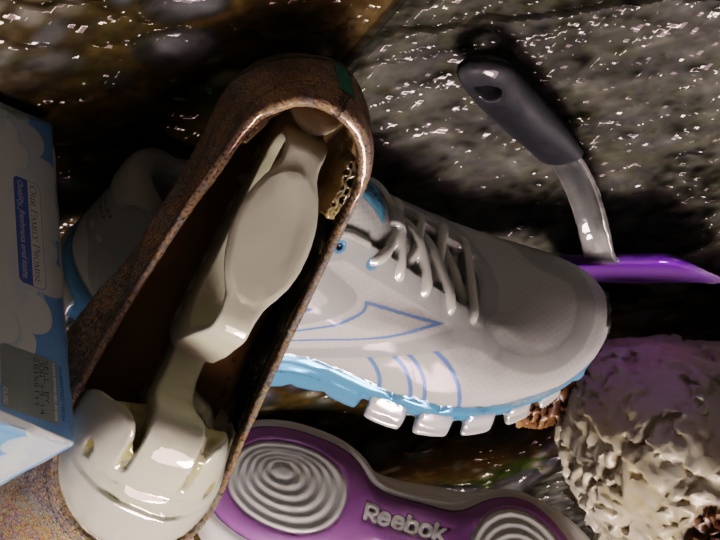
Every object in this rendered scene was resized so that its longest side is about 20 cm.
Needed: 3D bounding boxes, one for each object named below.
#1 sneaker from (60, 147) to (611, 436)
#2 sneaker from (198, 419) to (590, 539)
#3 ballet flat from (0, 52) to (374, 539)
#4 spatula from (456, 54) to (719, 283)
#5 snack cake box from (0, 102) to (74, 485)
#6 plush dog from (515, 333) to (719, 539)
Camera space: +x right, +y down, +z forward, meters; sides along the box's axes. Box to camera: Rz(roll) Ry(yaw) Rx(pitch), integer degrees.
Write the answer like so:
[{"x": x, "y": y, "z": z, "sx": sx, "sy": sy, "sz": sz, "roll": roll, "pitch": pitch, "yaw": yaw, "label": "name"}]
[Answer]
[{"x": 0.000, "y": 0.000, "z": 0.902, "sx": 0.199, "sy": 0.075, "sz": 0.087, "roll": 6, "pitch": 143, "yaw": -21, "label": "sneaker"}, {"x": 0.022, "y": 0.123, "z": 1.120, "sx": 0.199, "sy": 0.075, "sz": 0.100, "roll": 26, "pitch": 156, "yaw": -2, "label": "sneaker"}, {"x": -0.054, "y": 0.025, "z": 0.821, "sx": 0.068, "sy": 0.201, "sz": 0.067, "roll": 23, "pitch": -177, "yaw": -18, "label": "ballet flat"}, {"x": 0.072, "y": -0.028, "z": 0.925, "sx": 0.056, "sy": 0.021, "sz": 0.200, "roll": -1, "pitch": 155, "yaw": 24, "label": "spatula"}, {"x": -0.182, "y": 0.034, "z": 0.861, "sx": 0.199, "sy": 0.116, "sz": 0.067, "roll": -29, "pitch": 146, "yaw": 35, "label": "snack cake box"}, {"x": 0.148, "y": 0.076, "z": 1.030, "sx": 0.171, "sy": 0.200, "sz": 0.161, "roll": 7, "pitch": 117, "yaw": -48, "label": "plush dog"}]
